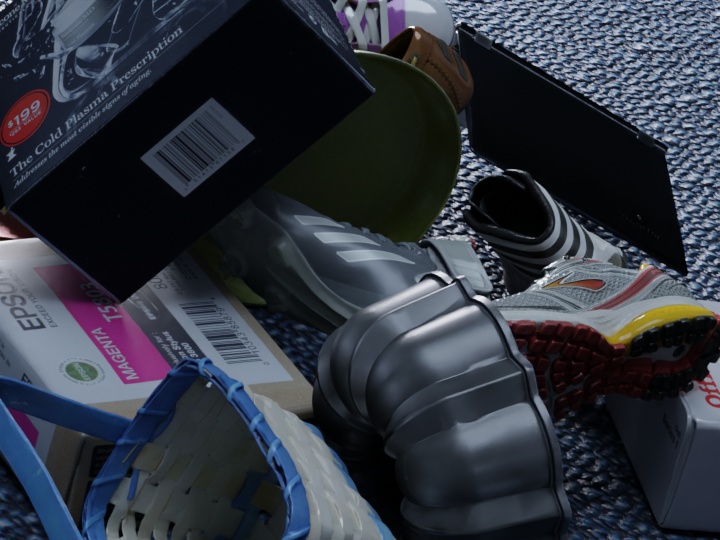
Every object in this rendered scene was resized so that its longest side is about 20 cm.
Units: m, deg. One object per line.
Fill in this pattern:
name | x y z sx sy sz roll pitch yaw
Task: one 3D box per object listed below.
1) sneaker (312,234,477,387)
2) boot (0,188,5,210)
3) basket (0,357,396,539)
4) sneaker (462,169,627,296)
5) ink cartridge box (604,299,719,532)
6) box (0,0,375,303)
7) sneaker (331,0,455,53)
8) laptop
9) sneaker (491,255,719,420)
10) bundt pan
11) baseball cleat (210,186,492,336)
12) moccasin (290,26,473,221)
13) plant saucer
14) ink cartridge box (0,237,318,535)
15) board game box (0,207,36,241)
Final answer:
sneaker | 0.026 0.032 1.691 0.074 0.081 0.200 16 29 5
boot | -0.310 -0.037 1.585 0.200 0.070 0.132 -37 46 -17
basket | -0.090 0.129 1.389 0.200 0.139 0.176 25 18 -37
sneaker | 0.113 -0.024 1.741 0.115 0.076 0.200 49 -5 -13
ink cartridge box | 0.267 0.094 1.692 0.199 0.084 0.145 6 30 -15
box | -0.116 -0.118 1.581 0.104 0.200 0.182 42 14 -35
sneaker | -0.031 -0.156 1.752 0.199 0.073 0.114 -5 -10 -9
laptop | 0.110 -0.073 1.858 0.187 0.116 0.200 29 -22 -25
sneaker | 0.114 0.038 1.581 0.199 0.078 0.082 -3 38 -34
bundt pan | 0.033 0.106 1.460 0.075 0.203 0.202 -15 39 -22
baseball cleat | 0.000 0.000 1.620 0.200 0.070 0.106 40 52 12
moccasin | -0.020 -0.081 1.757 0.078 0.201 0.074 36 29 -33
plant saucer | -0.034 -0.063 1.699 0.199 0.201 0.031 0 40 -25
ink cartridge box | -0.139 0.059 1.571 0.164 0.075 0.200 -5 36 -34
board game box | -0.243 -0.044 1.734 0.199 0.040 0.153 8 30 -13
